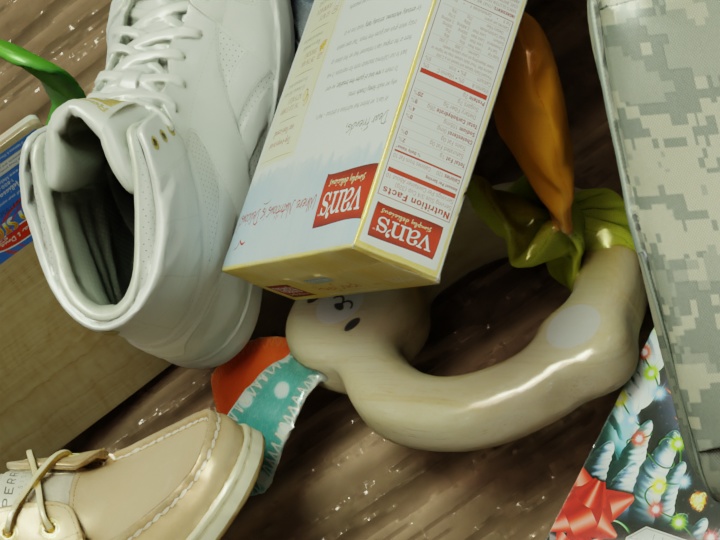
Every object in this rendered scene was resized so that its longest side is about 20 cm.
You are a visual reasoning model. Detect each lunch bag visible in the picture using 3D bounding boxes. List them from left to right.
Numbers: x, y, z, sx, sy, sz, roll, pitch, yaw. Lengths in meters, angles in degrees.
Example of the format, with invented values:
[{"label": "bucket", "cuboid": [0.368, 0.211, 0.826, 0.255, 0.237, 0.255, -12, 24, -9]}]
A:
[{"label": "lunch bag", "cuboid": [0.183, -0.028, 0.774, 0.167, 0.139, 0.201, -12, 87, 29]}]

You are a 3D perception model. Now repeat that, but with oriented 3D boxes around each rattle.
[{"label": "rattle", "cuboid": [0.000, 0.000, 0.915, 0.199, 0.143, 0.131, -8, 60, 25]}]

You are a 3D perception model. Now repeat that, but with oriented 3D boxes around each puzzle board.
[{"label": "puzzle board", "cuboid": [-0.177, 0.043, 0.956, 0.200, 0.151, 0.017, -37, 47, -8]}]

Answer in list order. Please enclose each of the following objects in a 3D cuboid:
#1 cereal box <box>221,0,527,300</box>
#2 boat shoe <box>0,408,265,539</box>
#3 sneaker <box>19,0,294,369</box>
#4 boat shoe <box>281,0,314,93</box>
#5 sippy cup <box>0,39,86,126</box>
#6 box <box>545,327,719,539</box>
[{"label": "cereal box", "cuboid": [0.017, -0.089, 0.874, 0.144, 0.039, 0.201, -7, 63, 69]}, {"label": "boat shoe", "cuboid": [-0.124, 0.108, 0.947, 0.200, 0.069, 0.074, -36, 23, 25]}, {"label": "sneaker", "cuboid": [-0.078, -0.068, 0.924, 0.073, 0.116, 0.201, -5, 80, 18]}, {"label": "boat shoe", "cuboid": [-0.036, -0.108, 1.017, 0.091, 0.071, 0.201, -35, 69, 9]}, {"label": "sippy cup", "cuboid": [-0.185, -0.005, 1.011, 0.139, 0.130, 0.179, -11, 69, 22]}, {"label": "box", "cuboid": [0.182, 0.083, 0.863, 0.200, 0.040, 0.137, 25, 85, 29]}]
